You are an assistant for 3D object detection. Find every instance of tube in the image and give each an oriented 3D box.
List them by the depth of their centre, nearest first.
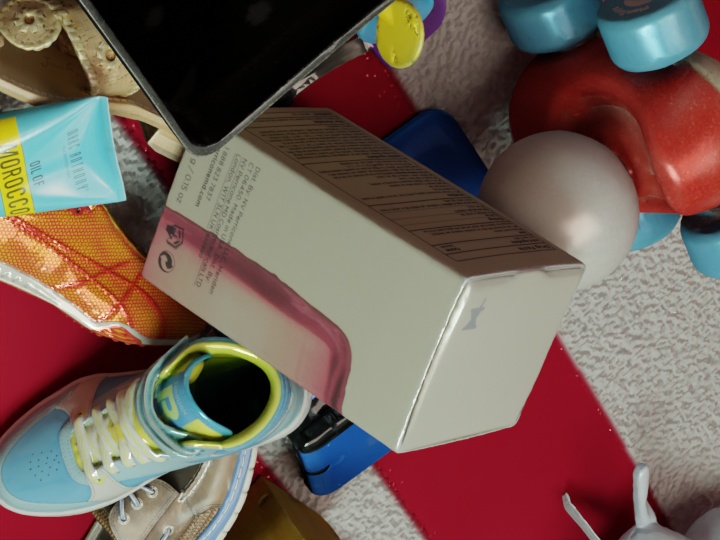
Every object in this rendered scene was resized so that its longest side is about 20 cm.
[{"bbox_3d":[-0.226,-0.050,1.183,0.200,0.050,0.078,-9,144,-5],"label":"tube"}]

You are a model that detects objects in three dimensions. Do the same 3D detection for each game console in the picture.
[{"bbox_3d":[0.012,0.024,1.434,0.200,0.118,0.171,-36,159,-10],"label":"game console"}]

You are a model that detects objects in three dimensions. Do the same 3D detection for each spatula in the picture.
[{"bbox_3d":[-0.029,-0.114,1.330,0.200,0.021,0.057,-39,118,-6],"label":"spatula"}]

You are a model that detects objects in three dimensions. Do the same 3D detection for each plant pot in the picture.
[{"bbox_3d":[-0.087,-0.213,1.097,0.199,0.177,0.200,-40,128,-7],"label":"plant pot"}]

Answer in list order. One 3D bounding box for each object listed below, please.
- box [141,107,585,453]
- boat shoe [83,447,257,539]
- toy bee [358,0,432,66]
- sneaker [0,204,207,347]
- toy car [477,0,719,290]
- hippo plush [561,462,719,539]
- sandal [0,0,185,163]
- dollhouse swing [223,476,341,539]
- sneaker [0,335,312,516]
[{"bbox_3d":[0.000,0.000,1.254,0.128,0.200,0.109,-6,124,-54],"label":"box"},{"bbox_3d":[-0.128,0.150,1.380,0.072,0.072,0.200,17,105,-35],"label":"boat shoe"},{"bbox_3d":[0.015,-0.188,1.258,0.200,0.131,0.109,-42,168,-27],"label":"toy bee"},{"bbox_3d":[-0.155,-0.013,1.274,0.200,0.073,0.077,29,98,-40],"label":"sneaker"},{"bbox_3d":[0.121,-0.052,1.342,0.200,0.177,0.185,-38,120,-24],"label":"toy car"},{"bbox_3d":[0.230,0.236,1.635,0.161,0.159,0.200,-15,81,-45],"label":"hippo plush"},{"bbox_3d":[-0.138,-0.122,1.219,0.212,0.078,0.070,23,114,-46],"label":"sandal"},{"bbox_3d":[-0.053,0.270,1.440,0.176,0.182,0.200,40,90,-19],"label":"dollhouse swing"},{"bbox_3d":[-0.128,0.085,1.286,0.200,0.131,0.080,-22,84,0],"label":"sneaker"}]
